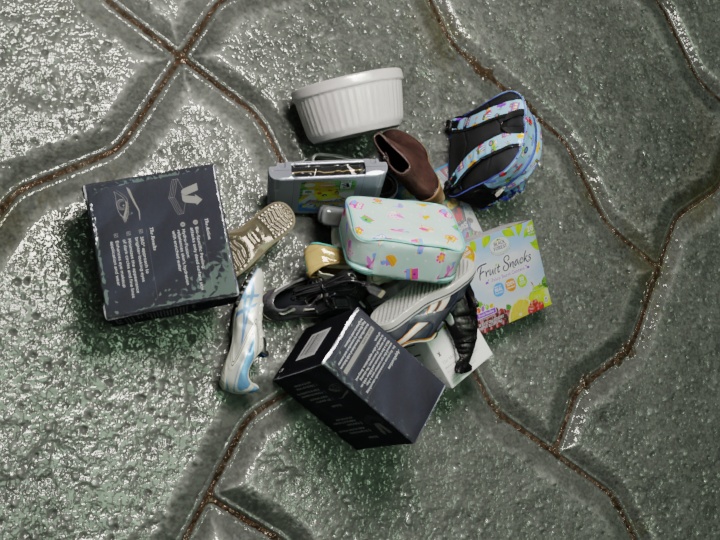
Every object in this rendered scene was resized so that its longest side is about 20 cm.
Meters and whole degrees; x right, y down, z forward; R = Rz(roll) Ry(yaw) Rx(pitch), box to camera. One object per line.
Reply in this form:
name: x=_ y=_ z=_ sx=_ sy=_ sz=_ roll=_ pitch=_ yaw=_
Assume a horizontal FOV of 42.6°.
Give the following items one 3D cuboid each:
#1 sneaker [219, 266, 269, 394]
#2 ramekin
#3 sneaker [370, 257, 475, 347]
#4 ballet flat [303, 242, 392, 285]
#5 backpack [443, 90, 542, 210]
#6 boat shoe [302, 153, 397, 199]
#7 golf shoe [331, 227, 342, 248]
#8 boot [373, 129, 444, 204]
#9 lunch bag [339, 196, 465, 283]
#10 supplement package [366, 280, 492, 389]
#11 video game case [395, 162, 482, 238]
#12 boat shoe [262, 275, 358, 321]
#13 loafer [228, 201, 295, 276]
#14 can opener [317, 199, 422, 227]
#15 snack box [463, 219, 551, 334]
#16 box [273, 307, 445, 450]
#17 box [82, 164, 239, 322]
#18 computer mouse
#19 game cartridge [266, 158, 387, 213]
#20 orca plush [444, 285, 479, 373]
sneaker: x=-0.176 y=0.097 z=1.480 sx=0.071 sy=0.072 sz=0.205 roll=11 pitch=79 yaw=-10
ramekin: x=-0.016 y=-0.280 z=1.590 sx=0.199 sy=0.201 sz=0.096 roll=-15 pitch=97 yaw=-30
sneaker: x=0.109 y=0.058 z=1.511 sx=0.198 sy=0.078 sz=0.080 roll=-32 pitch=123 yaw=-11
ballet flat: x=0.000 y=0.000 z=1.543 sx=0.195 sy=0.069 sz=0.064 roll=6 pitch=62 yaw=-10
backpack: x=0.259 y=-0.225 z=1.708 sx=0.133 sy=0.199 sz=0.186 roll=20 pitch=61 yaw=-32
boat shoe: x=-0.013 y=-0.160 z=1.629 sx=0.196 sy=0.071 sz=0.074 roll=6 pitch=76 yaw=-27
golf shoe: x=0.038 y=-0.065 z=1.636 sx=0.197 sy=0.078 sz=0.099 roll=-10 pitch=77 yaw=-30
boot: x=0.068 y=-0.207 z=1.607 sx=0.201 sy=0.072 sz=0.166 roll=55 pitch=12 yaw=32
lunch bag: x=0.067 y=-0.053 z=1.490 sx=0.196 sy=0.078 sz=0.161 roll=6 pitch=31 yaw=-15
supplement package: x=0.119 y=0.097 z=1.621 sx=0.113 sy=0.109 sz=0.202 roll=-34 pitch=95 yaw=-30
video game case: x=0.159 y=-0.085 z=1.736 sx=0.142 sy=0.018 sz=0.203 roll=-27 pitch=93 yaw=-31
boat shoe: x=-0.079 y=0.043 z=1.552 sx=0.197 sy=0.062 sz=0.074 roll=-13 pitch=86 yaw=-30
loafer: x=-0.191 y=-0.035 z=1.509 sx=0.198 sy=0.068 sz=0.076 roll=-33 pitch=83 yaw=-14
can opener: x=0.025 y=-0.093 z=1.580 sx=0.196 sy=0.053 sz=0.068 roll=3 pitch=98 yaw=-15
snack box: x=0.251 y=0.013 z=1.722 sx=0.197 sy=0.067 sz=0.172 roll=-18 pitch=97 yaw=-33
box: x=-0.005 y=0.180 z=1.486 sx=0.200 sy=0.196 sz=0.118 roll=42 pitch=62 yaw=-14
box: x=-0.296 y=-0.035 z=1.386 sx=0.196 sy=0.117 sz=0.201 roll=-10 pitch=83 yaw=-11
computer mouse: x=-0.012 y=0.049 z=1.519 sx=0.200 sy=0.138 sz=0.047 roll=41 pitch=41 yaw=-48
game cartridge: x=-0.059 y=-0.139 z=1.550 sx=0.195 sy=0.134 sz=0.041 roll=-3 pitch=72 yaw=-8
orca plush: x=0.166 y=0.069 z=1.548 sx=0.103 sy=0.071 sz=0.205 roll=8 pitch=75 yaw=-27
